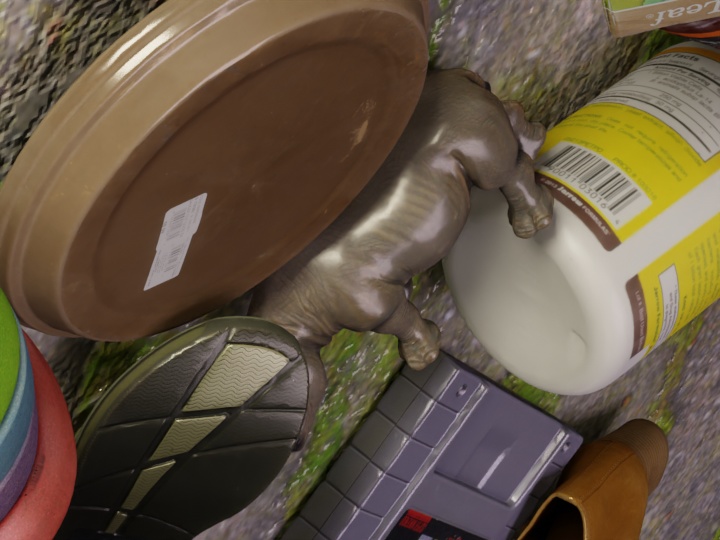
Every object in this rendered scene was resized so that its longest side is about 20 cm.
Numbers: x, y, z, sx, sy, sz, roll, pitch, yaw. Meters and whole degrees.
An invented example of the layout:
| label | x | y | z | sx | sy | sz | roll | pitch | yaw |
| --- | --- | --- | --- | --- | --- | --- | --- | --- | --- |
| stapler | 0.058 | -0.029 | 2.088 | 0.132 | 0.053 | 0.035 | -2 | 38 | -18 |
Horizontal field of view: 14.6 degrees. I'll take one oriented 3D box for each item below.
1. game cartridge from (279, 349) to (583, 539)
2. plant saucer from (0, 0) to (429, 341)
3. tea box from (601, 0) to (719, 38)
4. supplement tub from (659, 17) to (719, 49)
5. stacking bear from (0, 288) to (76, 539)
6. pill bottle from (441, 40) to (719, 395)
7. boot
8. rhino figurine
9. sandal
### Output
| label | x | y | z | sx | sy | sz | roll | pitch | yaw |
| --- | --- | --- | --- | --- | --- | --- | --- | --- | --- |
| game cartridge | 0.039 | 0.113 | 1.417 | 0.130 | 0.038 | 0.200 | -58 | 155 | 1 |
| plant saucer | -0.049 | -0.042 | 1.031 | 0.200 | 0.029 | 0.200 | -35 | 158 | -16 |
| tea box | 0.164 | -0.204 | 1.003 | 0.200 | 0.134 | 0.197 | -12 | 153 | 7 |
| supplement tub | 0.160 | -0.147 | 1.205 | 0.107 | 0.107 | 0.200 | -59 | 153 | 13 |
| stacking bear | -0.166 | 0.018 | 0.869 | 0.121 | 0.114 | 0.200 | -45 | 149 | -16 |
| pill bottle | 0.138 | -0.035 | 1.305 | 0.200 | 0.109 | 0.109 | -35 | 149 | -33 |
| boot | 0.110 | 0.184 | 1.561 | 0.144 | 0.071 | 0.202 | -33 | 141 | -56 |
| rhino figurine | 0.000 | 0.000 | 1.169 | 0.200 | 0.060 | 0.087 | -51 | 135 | -3 |
| sandal | -0.091 | 0.081 | 1.129 | 0.080 | 0.057 | 0.201 | 17 | 133 | -25 |
